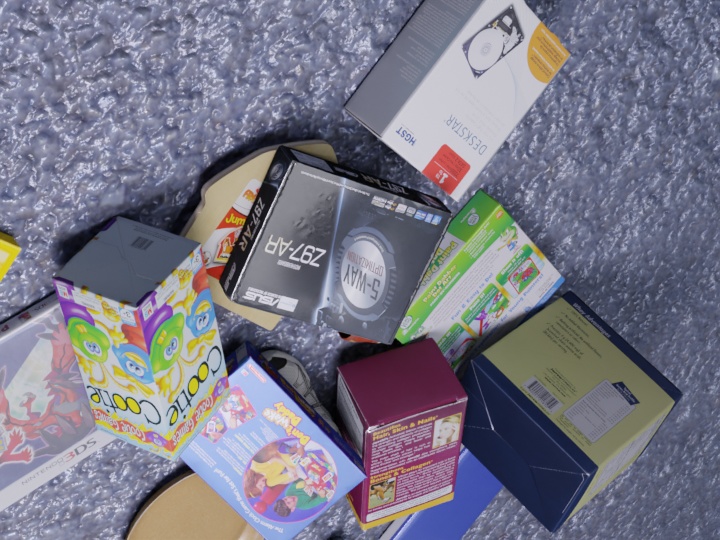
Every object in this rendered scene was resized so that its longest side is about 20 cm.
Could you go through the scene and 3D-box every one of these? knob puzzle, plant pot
[{"bbox_3d":[-0.096,-0.053,1.368,0.218,0.030,0.222,-21,131,-26],"label":"knob puzzle"},{"bbox_3d":[-0.192,0.302,1.552,0.198,0.027,0.202,-21,131,-26],"label":"plant pot"}]

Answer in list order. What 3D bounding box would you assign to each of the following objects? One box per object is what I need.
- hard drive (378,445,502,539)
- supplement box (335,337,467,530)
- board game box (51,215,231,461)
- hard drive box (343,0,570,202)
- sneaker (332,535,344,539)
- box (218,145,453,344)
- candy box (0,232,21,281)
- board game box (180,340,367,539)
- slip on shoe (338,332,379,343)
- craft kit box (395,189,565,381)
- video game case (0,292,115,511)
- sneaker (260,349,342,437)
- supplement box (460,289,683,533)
[{"bbox_3d":[0.126,0.315,1.825,0.201,0.025,0.132,-51,138,3],"label":"hard drive"},{"bbox_3d":[0.043,0.196,1.582,0.129,0.104,0.201,-14,138,-18],"label":"supplement box"},{"bbox_3d":[-0.207,0.068,1.287,0.103,0.104,0.202,-50,146,-39],"label":"board game box"},{"bbox_3d":[0.103,-0.198,1.393,0.201,0.077,0.155,-52,137,5],"label":"hard drive box"},{"bbox_3d":[0.007,0.414,1.764,0.071,0.073,0.200,-44,138,1],"label":"sneaker"},{"bbox_3d":[-0.024,-0.023,1.361,0.198,0.044,0.161,17,109,-30],"label":"box"},{"bbox_3d":[-0.399,-0.016,1.149,0.199,0.026,0.103,28,97,-47],"label":"candy box"},{"bbox_3d":[-0.107,0.193,1.454,0.134,0.045,0.200,-39,112,6],"label":"board game box"},{"bbox_3d":[0.000,0.000,1.461,0.060,0.074,0.202,-12,128,-14],"label":"slip on shoe"},{"bbox_3d":[0.134,0.032,1.612,0.200,0.048,0.197,-48,140,0],"label":"craft kit box"},{"bbox_3d":[-0.328,0.133,1.319,0.181,0.023,0.201,-32,135,-18],"label":"video game case"},{"bbox_3d":[-0.065,0.166,1.513,0.076,0.088,0.200,-42,136,-4],"label":"sneaker"},{"bbox_3d":[0.248,0.170,1.644,0.199,0.200,0.135,-30,154,-36],"label":"supplement box"}]
